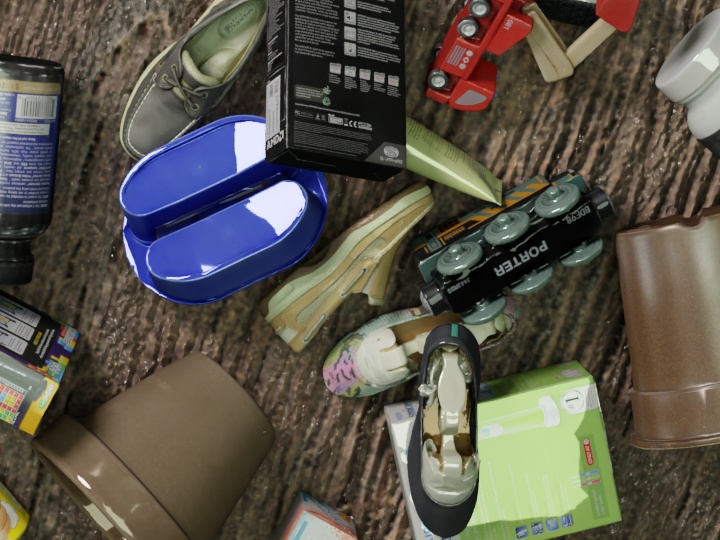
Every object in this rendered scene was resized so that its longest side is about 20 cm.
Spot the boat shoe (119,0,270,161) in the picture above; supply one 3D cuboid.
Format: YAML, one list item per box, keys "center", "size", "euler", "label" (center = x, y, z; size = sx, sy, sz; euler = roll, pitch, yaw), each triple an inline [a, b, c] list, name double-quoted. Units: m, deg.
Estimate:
- center: [-0.151, -0.184, 1.673]
  size: [0.072, 0.066, 0.201]
  euler: [40, 93, -8]
  label: "boat shoe"

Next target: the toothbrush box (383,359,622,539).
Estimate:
- center: [0.135, 0.184, 1.746]
  size: [0.198, 0.086, 0.147]
  euler: [-14, 99, -3]
  label: "toothbrush box"

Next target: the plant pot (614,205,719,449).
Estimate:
- center: [0.328, 0.044, 1.693]
  size: [0.198, 0.200, 0.201]
  euler: [-13, 93, -2]
  label: "plant pot"

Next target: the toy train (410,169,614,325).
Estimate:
- center: [0.138, -0.028, 1.697]
  size: [0.199, 0.114, 0.086]
  euler: [-30, 116, 0]
  label: "toy train"

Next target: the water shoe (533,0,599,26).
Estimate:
- center: [0.151, -0.287, 1.692]
  size: [0.198, 0.072, 0.080]
  euler: [17, 71, -7]
  label: "water shoe"

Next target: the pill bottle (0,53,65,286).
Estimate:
- center: [-0.330, -0.093, 1.650]
  size: [0.110, 0.112, 0.203]
  euler: [6, 98, -6]
  label: "pill bottle"

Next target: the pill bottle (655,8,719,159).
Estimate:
- center: [0.378, -0.143, 1.699]
  size: [0.200, 0.116, 0.117]
  euler: [40, 94, -9]
  label: "pill bottle"

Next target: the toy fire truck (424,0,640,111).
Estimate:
- center: [0.155, -0.214, 1.657]
  size: [0.140, 0.049, 0.201]
  euler: [21, 132, -10]
  label: "toy fire truck"

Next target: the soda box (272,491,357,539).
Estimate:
- center: [-0.078, 0.318, 1.759]
  size: [0.063, 0.068, 0.201]
  euler: [29, 95, -8]
  label: "soda box"

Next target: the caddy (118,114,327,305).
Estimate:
- center: [-0.128, -0.055, 1.679]
  size: [0.198, 0.105, 0.143]
  euler: [-24, 77, 0]
  label: "caddy"

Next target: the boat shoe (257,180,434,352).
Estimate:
- center: [0.000, 0.000, 1.712]
  size: [0.199, 0.072, 0.076]
  euler: [-39, 87, 13]
  label: "boat shoe"

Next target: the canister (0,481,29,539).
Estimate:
- center: [-0.423, 0.202, 1.704]
  size: [0.148, 0.087, 0.201]
  euler: [-38, 102, 2]
  label: "canister"

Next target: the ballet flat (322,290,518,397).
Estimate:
- center: [0.058, 0.069, 1.728]
  size: [0.198, 0.071, 0.070]
  euler: [-20, 101, -1]
  label: "ballet flat"

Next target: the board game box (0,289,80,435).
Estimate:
- center: [-0.342, 0.062, 1.630]
  size: [0.164, 0.200, 0.057]
  euler: [28, 98, -8]
  label: "board game box"

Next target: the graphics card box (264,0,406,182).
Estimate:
- center: [-0.021, -0.187, 1.635]
  size: [0.124, 0.051, 0.203]
  euler: [8, 72, -29]
  label: "graphics card box"

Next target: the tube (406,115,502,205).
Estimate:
- center: [0.045, -0.116, 1.700]
  size: [0.198, 0.052, 0.058]
  euler: [27, 61, -5]
  label: "tube"

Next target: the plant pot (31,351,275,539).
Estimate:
- center: [-0.177, 0.172, 1.683]
  size: [0.175, 0.200, 0.201]
  euler: [-45, 100, -15]
  label: "plant pot"

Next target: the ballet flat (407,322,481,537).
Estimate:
- center: [0.078, 0.149, 1.661]
  size: [0.072, 0.073, 0.203]
  euler: [2, 96, -5]
  label: "ballet flat"
